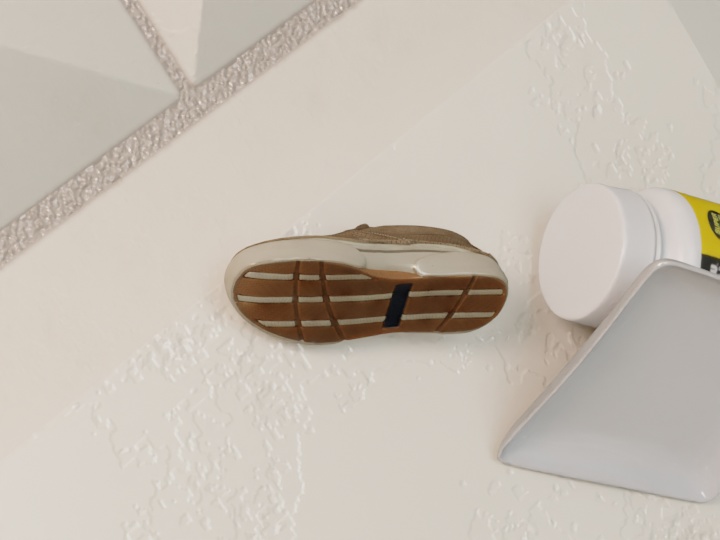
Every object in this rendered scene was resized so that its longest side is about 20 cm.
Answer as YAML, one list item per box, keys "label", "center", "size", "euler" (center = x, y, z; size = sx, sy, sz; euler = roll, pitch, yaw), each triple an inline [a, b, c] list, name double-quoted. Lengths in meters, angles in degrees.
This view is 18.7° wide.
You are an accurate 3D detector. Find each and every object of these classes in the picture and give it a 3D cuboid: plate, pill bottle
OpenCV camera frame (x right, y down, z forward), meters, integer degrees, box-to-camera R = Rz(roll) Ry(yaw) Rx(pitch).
- label: "plate"
  center: [0.216, 0.072, 1.480]
  size: [0.199, 0.200, 0.032]
  euler: [14, 38, -31]
- label: "pill bottle"
  center: [0.229, 0.007, 1.527]
  size: [0.199, 0.114, 0.115]
  euler: [13, 74, -31]

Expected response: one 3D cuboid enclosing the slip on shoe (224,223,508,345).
- label: "slip on shoe"
  center: [0.000, 0.000, 1.408]
  size: [0.199, 0.076, 0.061]
  euler: [-1, 41, -26]
